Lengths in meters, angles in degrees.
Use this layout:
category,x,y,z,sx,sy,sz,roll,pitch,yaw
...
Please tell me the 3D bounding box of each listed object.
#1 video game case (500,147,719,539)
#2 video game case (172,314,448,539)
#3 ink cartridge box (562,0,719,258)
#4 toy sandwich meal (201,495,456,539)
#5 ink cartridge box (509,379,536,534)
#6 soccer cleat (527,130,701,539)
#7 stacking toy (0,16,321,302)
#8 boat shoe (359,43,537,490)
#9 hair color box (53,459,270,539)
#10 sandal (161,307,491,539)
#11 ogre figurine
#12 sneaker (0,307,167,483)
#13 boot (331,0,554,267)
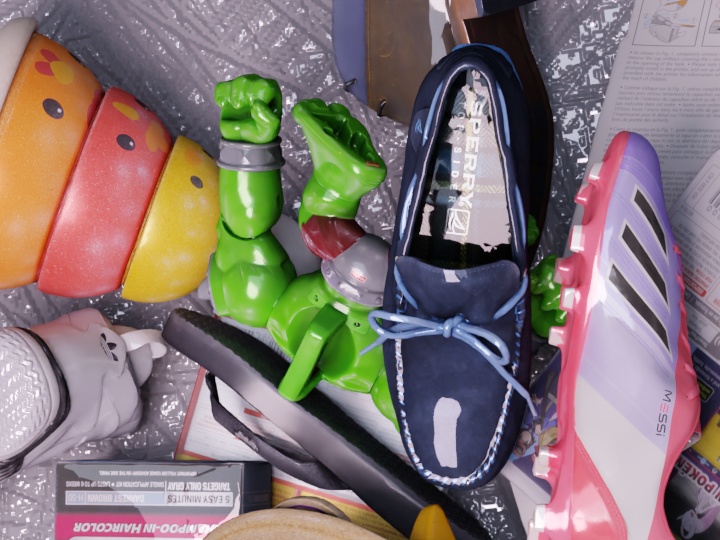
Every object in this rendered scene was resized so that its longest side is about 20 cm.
category,x,y,z,sx,sy,sz,roll,pitch,yaw
video game case,0.179,0.072,1.083,0.200,0.023,0.183,41,96,28
video game case,-0.033,0.130,1.244,0.142,0.017,0.201,16,88,12
ink cartridge box,0.198,-0.075,1.179,0.160,0.050,0.201,3,61,28
toy sandwich meal,0.005,0.186,1.121,0.204,0.070,0.206,17,125,25
ink cartridge box,0.172,0.083,1.160,0.199,0.067,0.118,-22,51,9
soccer cleat,0.122,0.038,1.079,0.076,0.067,0.201,10,75,-1
stacking toy,-0.114,-0.033,1.237,0.199,0.146,0.147,19,89,-7
boat shoe,0.037,0.000,1.086,0.084,0.069,0.201,-3,92,8
hair color box,-0.099,0.196,1.212,0.098,0.061,0.201,-1,86,11
sandal,-0.025,0.089,1.198,0.200,0.076,0.043,39,97,12
ogre figurine,0.000,0.000,1.169,0.199,0.098,0.120,25,114,-9
sneaker,-0.184,0.082,1.252,0.200,0.115,0.075,-37,75,42
boot,0.040,-0.087,1.235,0.097,0.075,0.201,2,98,38
